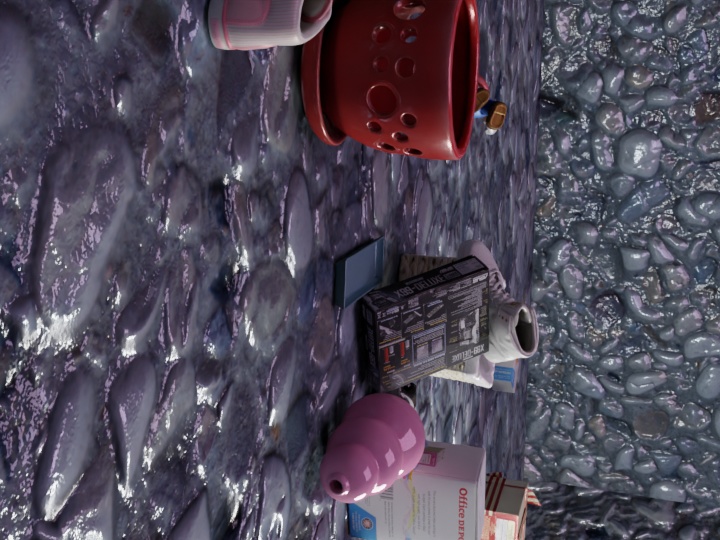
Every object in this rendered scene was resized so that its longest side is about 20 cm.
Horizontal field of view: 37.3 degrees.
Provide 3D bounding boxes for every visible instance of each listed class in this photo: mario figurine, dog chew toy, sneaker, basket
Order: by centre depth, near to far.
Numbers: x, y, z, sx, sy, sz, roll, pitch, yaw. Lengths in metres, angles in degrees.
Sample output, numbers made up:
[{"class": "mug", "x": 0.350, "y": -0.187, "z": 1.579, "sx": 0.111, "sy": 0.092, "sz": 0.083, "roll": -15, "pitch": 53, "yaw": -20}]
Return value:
[{"class": "sneaker", "x": -0.064, "y": -0.279, "z": 1.000, "sx": 0.076, "sy": 0.104, "sz": 0.201, "roll": 74, "pitch": 25, "yaw": -49}, {"class": "dog chew toy", "x": 0.009, "y": 0.249, "z": 1.453, "sx": 0.200, "sy": 0.124, "sz": 0.126, "roll": -36, "pitch": 131, "yaw": -60}, {"class": "sneaker", "x": 0.221, "y": 0.042, "z": 1.654, "sx": 0.115, "sy": 0.073, "sz": 0.201, "roll": -15, "pitch": -87, "yaw": 64}, {"class": "sneaker", "x": 0.060, "y": 0.218, "z": 1.702, "sx": 0.200, "sy": 0.070, "sz": 0.099, "roll": 49, "pitch": 51, "yaw": -68}, {"class": "basket", "x": 0.150, "y": 0.086, "z": 1.813, "sx": 0.200, "sy": 0.160, "sz": 0.200, "roll": 40, "pitch": 58, "yaw": -73}, {"class": "mario figurine", "x": 0.205, "y": -0.296, "z": 1.975, "sx": 0.200, "sy": 0.105, "sz": 0.124, "roll": -110, "pitch": -179, "yaw": -74}]

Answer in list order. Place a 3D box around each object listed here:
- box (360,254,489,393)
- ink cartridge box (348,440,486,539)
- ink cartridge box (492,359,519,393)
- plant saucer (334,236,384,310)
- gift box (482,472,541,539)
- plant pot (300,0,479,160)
[{"class": "box", "x": 0.101, "y": 0.081, "z": 1.603, "sx": 0.050, "sy": 0.199, "sz": 0.159, "roll": 45, "pitch": -32, "yaw": 49}, {"class": "ink cartridge box", "x": 0.087, "y": 0.334, "z": 1.600, "sx": 0.085, "sy": 0.198, "sz": 0.146, "roll": -57, "pitch": 150, "yaw": -58}, {"class": "ink cartridge box", "x": 0.412, "y": 0.229, "z": 3.000, "sx": 0.115, "sy": 0.067, "sz": 0.201, "roll": 61, "pitch": 37, "yaw": -65}, {"class": "plant saucer", "x": 0.000, "y": 0.000, "z": 1.502, "sx": 0.200, "sy": 0.019, "sz": 0.071, "roll": -32, "pitch": 127, "yaw": -70}, {"class": "gift box", "x": 0.340, "y": 0.627, "z": 2.660, "sx": 0.187, "sy": 0.198, "sz": 0.186, "roll": -51, "pitch": 149, "yaw": -65}, {"class": "plant pot", "x": 0.037, "y": -0.234, "z": 1.235, "sx": 0.200, "sy": 0.181, "sz": 0.202, "roll": 6, "pitch": 90, "yaw": -74}]
